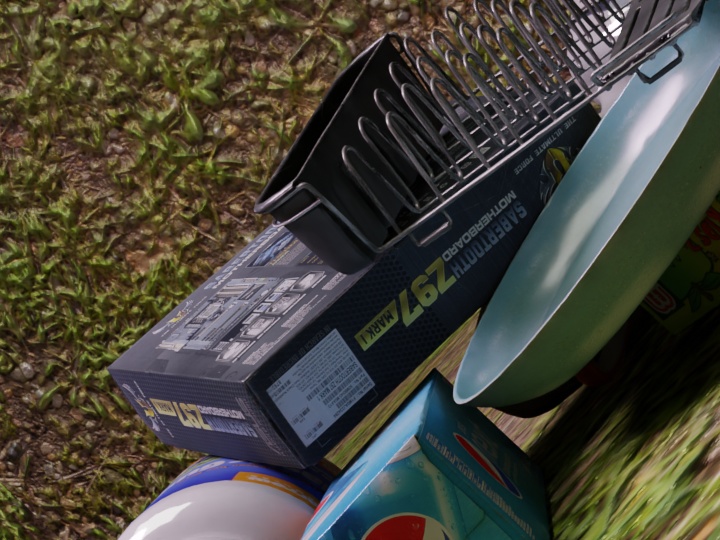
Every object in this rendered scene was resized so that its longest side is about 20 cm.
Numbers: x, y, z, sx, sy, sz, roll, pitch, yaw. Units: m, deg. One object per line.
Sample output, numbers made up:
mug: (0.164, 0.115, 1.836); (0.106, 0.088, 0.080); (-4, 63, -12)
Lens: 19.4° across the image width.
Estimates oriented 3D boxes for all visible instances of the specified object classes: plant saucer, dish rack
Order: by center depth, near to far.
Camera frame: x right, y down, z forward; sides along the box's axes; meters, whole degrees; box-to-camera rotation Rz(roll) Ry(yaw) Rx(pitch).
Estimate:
plant saucer: (0.099, -0.029, 0.770); (0.201, 0.027, 0.200); (-56, 4, 6)
dish rack: (0.061, -0.085, 0.825); (0.200, 0.055, 0.154); (-35, 15, 28)

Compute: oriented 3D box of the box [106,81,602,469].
box: (0.000, 0.000, 0.918); (0.200, 0.051, 0.158); (-42, 18, -22)

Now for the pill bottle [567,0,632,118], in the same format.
pill bottle: (0.153, -0.130, 0.952); (0.111, 0.110, 0.201); (131, 149, -76)

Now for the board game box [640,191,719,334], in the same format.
board game box: (0.168, -0.054, 0.779); (0.102, 0.048, 0.200); (-48, -1, -25)

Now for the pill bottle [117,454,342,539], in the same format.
pill bottle: (-0.049, 0.136, 0.858); (0.112, 0.112, 0.200); (-47, 0, 4)

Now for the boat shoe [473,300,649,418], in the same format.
boat shoe: (0.117, 0.001, 1.015); (0.200, 0.074, 0.073); (-52, -24, -30)

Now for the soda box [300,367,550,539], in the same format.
soda box: (0.025, 0.091, 0.781); (0.068, 0.064, 0.200); (-47, -1, 5)

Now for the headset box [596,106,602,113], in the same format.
headset box: (0.157, -0.056, 1.267); (0.200, 0.077, 0.149); (-49, -1, 12)

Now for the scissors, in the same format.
scissors: (0.111, -0.022, 0.972); (0.014, 0.073, 0.200); (-24, 21, 28)
